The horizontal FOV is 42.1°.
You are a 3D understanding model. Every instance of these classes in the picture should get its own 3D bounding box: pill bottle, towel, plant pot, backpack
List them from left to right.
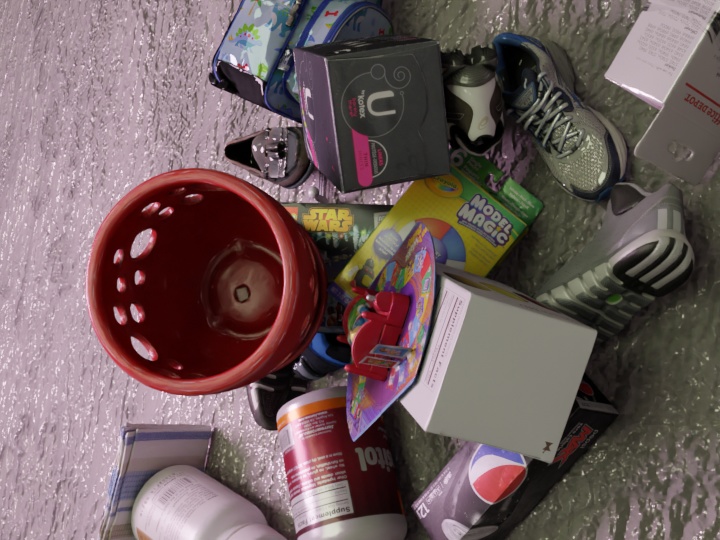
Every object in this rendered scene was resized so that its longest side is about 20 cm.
[{"bbox_3d":[-0.261,0.287,1.173,0.024,0.147,0.200,14,92,38],"label":"towel"},{"bbox_3d":[-0.173,0.314,1.100,0.200,0.114,0.115,16,92,46],"label":"pill bottle"},{"bbox_3d":[-0.129,0.016,0.891,0.200,0.182,0.201,-1,85,14],"label":"plant pot"},{"bbox_3d":[-0.049,-0.268,1.069,0.147,0.183,0.200,25,96,22],"label":"backpack"},{"bbox_3d":[-0.016,0.229,0.961,0.113,0.113,0.200,-32,60,36],"label":"pill bottle"}]

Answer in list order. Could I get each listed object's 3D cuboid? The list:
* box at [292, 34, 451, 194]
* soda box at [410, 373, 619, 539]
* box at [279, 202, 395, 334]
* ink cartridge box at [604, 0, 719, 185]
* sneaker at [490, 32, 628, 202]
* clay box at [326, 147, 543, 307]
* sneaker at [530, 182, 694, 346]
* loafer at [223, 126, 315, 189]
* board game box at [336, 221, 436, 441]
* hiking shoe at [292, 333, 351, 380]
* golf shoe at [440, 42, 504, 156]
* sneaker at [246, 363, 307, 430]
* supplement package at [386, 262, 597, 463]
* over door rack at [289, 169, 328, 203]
[{"bbox_3d":[0.005,-0.156,0.895,0.200,0.106,0.123,-129,30,-71],"label":"box"},{"bbox_3d":[0.136,0.174,0.848,0.200,0.071,0.063,-55,47,21],"label":"soda box"},{"bbox_3d":[0.000,0.000,0.976,0.199,0.040,0.137,2,85,14],"label":"box"},{"bbox_3d":[0.277,-0.180,0.754,0.068,0.116,0.200,43,110,43],"label":"ink cartridge box"},{"bbox_3d":[0.173,-0.146,0.875,0.077,0.085,0.200,-45,53,29],"label":"sneaker"},{"bbox_3d":[0.074,-0.021,0.914,0.115,0.048,0.200,40,96,12],"label":"clay box"},{"bbox_3d":[0.216,-0.010,0.825,0.200,0.075,0.116,-39,28,50],"label":"sneaker"},{"bbox_3d":[-0.110,-0.135,1.112,0.200,0.063,0.072,-171,88,-66],"label":"loafer"},{"bbox_3d":[0.007,0.047,0.804,0.200,0.039,0.158,126,154,-53],"label":"board game box"},{"bbox_3d":[-0.060,0.023,1.052,0.087,0.074,0.200,-20,102,32],"label":"hiking shoe"},{"bbox_3d":[0.096,-0.153,0.910,0.078,0.200,0.095,-12,91,4],"label":"golf shoe"},{"bbox_3d":[-0.125,0.109,1.139,0.115,0.076,0.200,-31,49,43],"label":"sneaker"},{"bbox_3d":[0.091,0.065,0.782,0.200,0.114,0.110,-143,70,-74],"label":"supplement package"},{"bbox_3d":[-0.015,-0.088,1.067,0.200,0.067,0.148,-8,76,44],"label":"over door rack"}]
